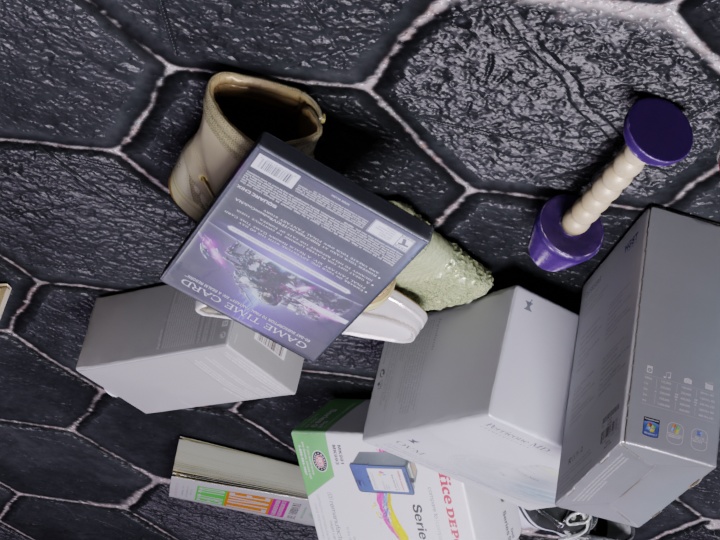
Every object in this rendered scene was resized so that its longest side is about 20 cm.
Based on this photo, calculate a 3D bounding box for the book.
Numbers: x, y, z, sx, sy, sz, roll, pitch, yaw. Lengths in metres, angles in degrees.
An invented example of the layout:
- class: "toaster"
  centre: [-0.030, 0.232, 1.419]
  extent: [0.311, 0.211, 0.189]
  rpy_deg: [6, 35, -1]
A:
- class: "book"
  centre: [-0.120, 0.253, 1.960]
  extent: [0.199, 0.048, 0.134]
  rpy_deg: [12, 157, -4]

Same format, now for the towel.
- class: "towel"
  centre: [0.000, 0.000, 1.433]
  extent: [0.199, 0.037, 0.148]
  rpy_deg: [-13, 145, 39]

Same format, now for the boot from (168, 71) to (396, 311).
- class: "boot"
  centre: [-0.045, -0.058, 1.275]
  extent: [0.200, 0.073, 0.156]
  rpy_deg: [35, 149, 1]

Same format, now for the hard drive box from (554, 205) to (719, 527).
- class: "hard drive box"
  centre: [0.220, 0.077, 1.312]
  extent: [0.076, 0.201, 0.156]
  rpy_deg: [15, 153, -7]

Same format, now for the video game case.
- class: "video game case"
  centre: [-0.052, -0.012, 1.264]
  extent: [0.142, 0.019, 0.200]
  rpy_deg: [29, 142, -11]

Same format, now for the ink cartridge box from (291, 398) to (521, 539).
- class: "ink cartridge box"
  centre: [0.046, 0.209, 1.662]
  extent: [0.199, 0.087, 0.146]
  rpy_deg: [-2, 109, 35]

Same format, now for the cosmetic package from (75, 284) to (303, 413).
- class: "cosmetic package"
  centre: [-0.157, 0.069, 1.577]
  extent: [0.199, 0.091, 0.107]
  rpy_deg: [-6, 148, 37]

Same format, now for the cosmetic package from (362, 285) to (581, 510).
- class: "cosmetic package"
  centre: [0.144, 0.119, 1.483]
  extent: [0.199, 0.124, 0.200]
  rpy_deg: [24, 156, -25]

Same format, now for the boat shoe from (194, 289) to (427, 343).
- class: "boat shoe"
  centre: [-0.044, 0.038, 1.406]
  extent: [0.199, 0.070, 0.071]
  rpy_deg: [14, 153, -7]

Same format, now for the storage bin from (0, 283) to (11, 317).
- class: "storage bin"
  centre: [-0.463, 0.074, 1.583]
  extent: [0.199, 0.199, 0.094]
  rpy_deg: [2, 148, 19]

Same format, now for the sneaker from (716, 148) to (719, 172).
- class: "sneaker"
  centre: [0.338, -0.062, 1.127]
  extent: [0.199, 0.085, 0.077]
  rpy_deg: [4, 150, 14]

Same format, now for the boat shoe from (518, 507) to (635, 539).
- class: "boat shoe"
  centre: [0.222, 0.252, 1.778]
  extent: [0.068, 0.074, 0.199]
  rpy_deg: [-6, 148, 39]

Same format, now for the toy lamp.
- class: "toy lamp"
  centre: [0.177, -0.055, 1.238]
  extent: [0.058, 0.058, 0.200]
  rpy_deg: [18, 151, -12]
